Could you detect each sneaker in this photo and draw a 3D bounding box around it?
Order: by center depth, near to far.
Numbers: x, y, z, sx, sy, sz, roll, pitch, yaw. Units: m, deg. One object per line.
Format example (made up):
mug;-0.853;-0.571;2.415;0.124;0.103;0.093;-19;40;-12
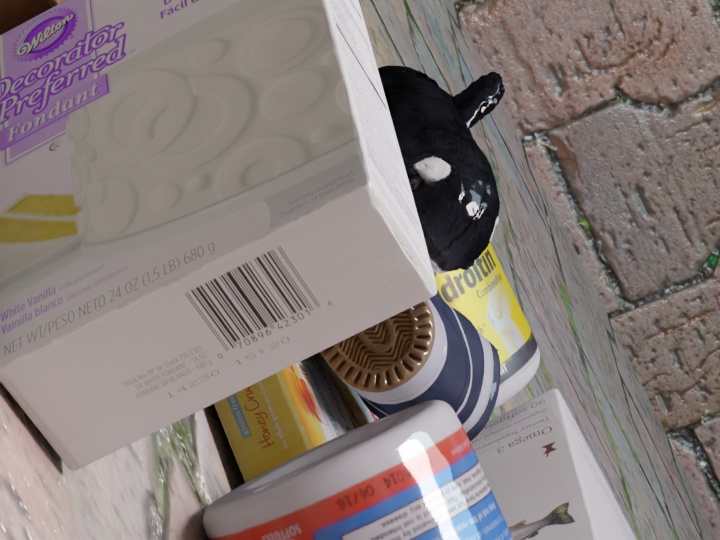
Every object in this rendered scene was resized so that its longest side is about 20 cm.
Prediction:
sneaker;0.000;0.000;1.199;0.108;0.070;0.200;45;14;-52

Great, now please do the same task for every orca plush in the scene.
orca plush;0.045;-0.063;1.212;0.105;0.071;0.200;55;7;-10

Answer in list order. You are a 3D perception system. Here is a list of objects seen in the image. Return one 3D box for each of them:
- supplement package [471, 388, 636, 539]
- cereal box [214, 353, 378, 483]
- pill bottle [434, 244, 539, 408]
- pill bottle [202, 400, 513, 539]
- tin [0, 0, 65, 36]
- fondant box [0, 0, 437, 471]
supplement package;0.087;0.176;1.315;0.200;0.117;0.118;-100;164;-61
cereal box;-0.016;0.088;1.174;0.144;0.039;0.200;66;9;22
pill bottle;0.010;-0.013;1.373;0.200;0.112;0.112;64;9;-11
pill bottle;0.026;0.163;1.000;0.200;0.112;0.112;65;9;0
tin;-0.126;-0.110;1.076;0.112;0.042;0.200;66;7;30
fondant box;-0.062;-0.039;0.911;0.058;0.144;0.200;56;12;-36
